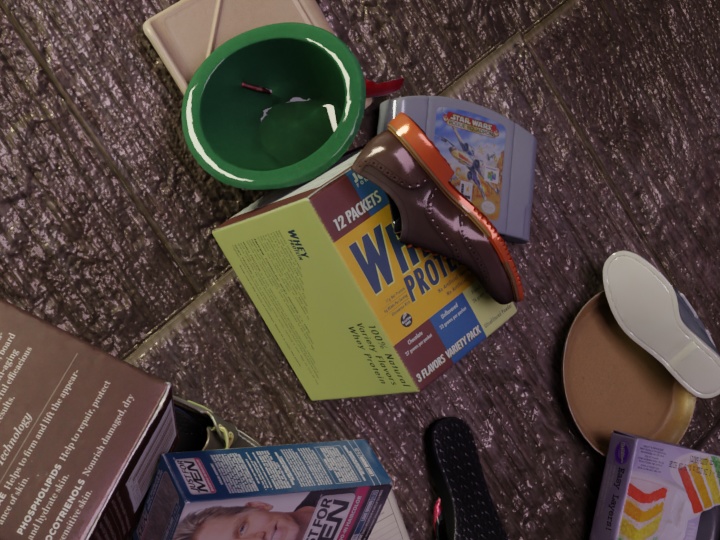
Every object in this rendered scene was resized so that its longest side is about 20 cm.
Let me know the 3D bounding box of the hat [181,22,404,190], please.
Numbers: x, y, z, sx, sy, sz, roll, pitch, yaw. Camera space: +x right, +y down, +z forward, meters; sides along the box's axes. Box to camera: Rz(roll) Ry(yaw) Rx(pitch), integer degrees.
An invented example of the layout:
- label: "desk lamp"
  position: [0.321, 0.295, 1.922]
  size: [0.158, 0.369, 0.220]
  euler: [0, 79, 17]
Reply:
- label: "hat"
  position: [-0.053, -0.130, 1.306]
  size: [0.198, 0.176, 0.167]
  euler: [-12, 71, 7]

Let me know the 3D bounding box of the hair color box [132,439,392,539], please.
- label: "hair color box"
  position: [-0.081, 0.203, 1.138]
  size: [0.199, 0.061, 0.100]
  euler: [1, 126, -33]

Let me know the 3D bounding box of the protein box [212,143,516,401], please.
- label: "protein box"
  position: [0.000, 0.000, 1.258]
  size: [0.135, 0.200, 0.199]
  euler: [-36, 101, -29]

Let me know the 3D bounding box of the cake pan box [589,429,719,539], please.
- label: "cake pan box"
  position: [0.345, 0.287, 1.495]
  size: [0.199, 0.052, 0.186]
  euler: [17, 87, -29]

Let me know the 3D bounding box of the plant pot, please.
- label: "plant pot"
  position: [0.299, 0.119, 1.521]
  size: [0.199, 0.027, 0.202]
  euler: [5, 80, -30]

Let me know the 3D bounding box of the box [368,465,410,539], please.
- label: "box"
  position: [0.002, 0.295, 1.289]
  size: [0.094, 0.078, 0.201]
  euler: [-21, 94, -31]

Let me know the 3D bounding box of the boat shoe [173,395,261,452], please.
- label: "boat shoe"
  position: [-0.154, 0.159, 1.225]
  size: [0.201, 0.060, 0.073]
  euler: [28, 69, -25]

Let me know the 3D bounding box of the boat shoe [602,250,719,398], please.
- label: "boat shoe"
  position: [0.340, 0.055, 1.517]
  size: [0.200, 0.073, 0.062]
  euler: [49, 19, -8]

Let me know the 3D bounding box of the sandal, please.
- label: "sandal"
  position: [0.104, 0.252, 1.383]
  size: [0.075, 0.045, 0.201]
  euler: [1, 68, -36]

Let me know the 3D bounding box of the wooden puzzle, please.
- label: "wooden puzzle"
  position: [-0.099, -0.201, 1.327]
  size: [0.200, 0.037, 0.186]
  euler: [-39, 103, -34]

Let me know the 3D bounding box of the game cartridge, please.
- label: "game cartridge"
  position: [0.104, -0.111, 1.426]
  size: [0.199, 0.041, 0.134]
  euler: [11, 83, -32]

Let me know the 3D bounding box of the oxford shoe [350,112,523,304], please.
- label: "oxford shoe"
  position: [0.068, -0.038, 1.160]
  size: [0.072, 0.071, 0.200]
  euler: [-39, 108, -1]

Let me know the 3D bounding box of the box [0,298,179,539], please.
- label: "box"
  position: [-0.267, 0.138, 1.060]
  size: [0.199, 0.166, 0.165]
  euler: [25, 69, 5]
